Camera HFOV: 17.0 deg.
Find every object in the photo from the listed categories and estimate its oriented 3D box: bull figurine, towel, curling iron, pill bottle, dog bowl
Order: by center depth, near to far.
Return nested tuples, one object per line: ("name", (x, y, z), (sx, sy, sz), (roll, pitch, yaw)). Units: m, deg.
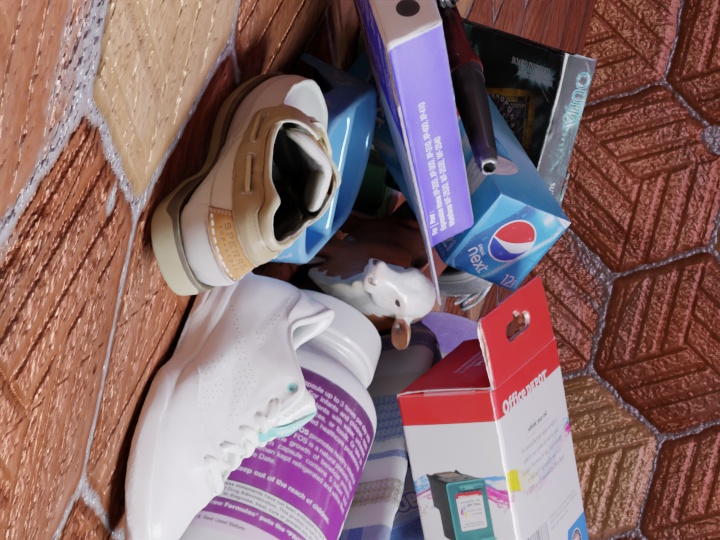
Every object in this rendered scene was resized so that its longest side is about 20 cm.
("pill bottle", (-0.054, 0.114, 1.444), (0.112, 0.112, 0.200), (92, 16, -56))
("dog bowl", (-0.034, -0.066, 1.484), (0.200, 0.049, 0.112), (-52, 155, -71))
("curling iron", (0.060, -0.129, 1.506), (0.050, 0.026, 0.200), (48, 23, -43))
("towel", (-0.028, 0.127, 1.519), (0.024, 0.147, 0.200), (50, 39, -37))
("bull figurine", (0.000, 0.000, 1.569), (0.200, 0.121, 0.065), (-35, 138, -77))

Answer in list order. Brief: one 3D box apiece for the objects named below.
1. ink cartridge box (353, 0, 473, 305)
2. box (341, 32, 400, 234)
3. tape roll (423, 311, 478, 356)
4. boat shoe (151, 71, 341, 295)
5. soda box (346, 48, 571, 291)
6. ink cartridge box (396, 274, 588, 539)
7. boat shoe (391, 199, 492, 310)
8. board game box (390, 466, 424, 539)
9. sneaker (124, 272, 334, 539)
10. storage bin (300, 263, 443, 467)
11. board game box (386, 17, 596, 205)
("ink cartridge box", (0.031, -0.114, 1.458), (0.198, 0.043, 0.200), (76, 0, -54))
("box", (0.027, -0.140, 1.793), (0.200, 0.036, 0.144), (94, 14, -47))
("tape roll", (0.050, 0.137, 1.861), (0.085, 0.200, 0.200), (74, 31, -74))
("boat shoe", (-0.045, -0.051, 1.305), (0.075, 0.068, 0.200), (67, 26, -25))
("soda box", (0.060, -0.079, 1.601), (0.064, 0.068, 0.200), (-52, -138, 21))
("ink cartridge box", (0.083, 0.114, 1.510), (0.116, 0.067, 0.200), (-33, 115, -62))
("boat shoe", (0.068, -0.012, 1.766), (0.074, 0.065, 0.202), (-52, -163, -9))
("board game box", (-0.028, 0.230, 1.624), (0.043, 0.200, 0.199), (56, -23, 34))
("sneaker", (-0.072, 0.082, 1.360), (0.075, 0.088, 0.200), (95, 13, -54))
("storage bin", (-0.004, 0.093, 1.697), (0.134, 0.145, 0.200), (-81, -179, -64))
("board game box", (0.088, -0.100, 1.676), (0.200, 0.028, 0.136), (30, -73, 61))
